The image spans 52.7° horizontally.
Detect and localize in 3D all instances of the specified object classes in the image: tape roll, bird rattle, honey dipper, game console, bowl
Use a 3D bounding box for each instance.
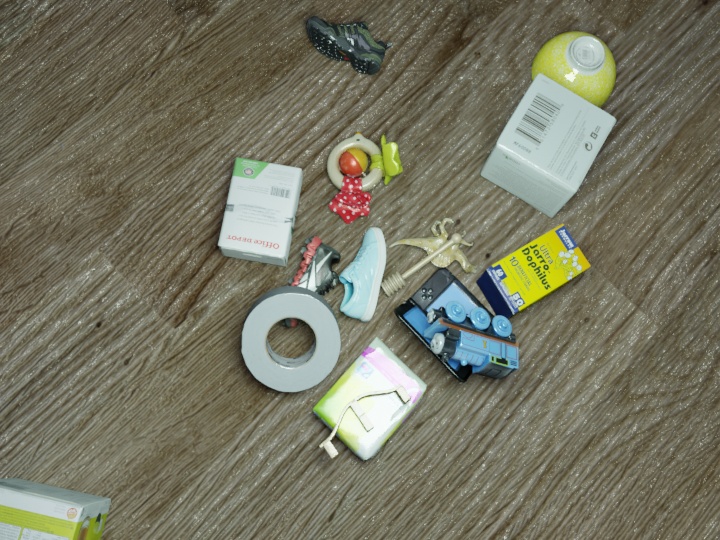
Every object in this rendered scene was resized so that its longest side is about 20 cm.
[{"bbox_3d":[-0.138,0.136,1.451,0.196,0.066,0.204,-1,101,-7],"label":"tape roll"},{"bbox_3d":[-0.003,-0.212,1.594,0.200,0.113,0.163,-44,70,1],"label":"bird rattle"},{"bbox_3d":[0.131,-0.015,1.534,0.199,0.038,0.038,-35,79,5],"label":"honey dipper"},{"bbox_3d":[0.188,0.106,1.492,0.176,0.117,0.200,-43,82,-12],"label":"game console"},{"bbox_3d":[0.503,-0.473,1.666,0.196,0.108,0.204,1,75,-3],"label":"bowl"}]

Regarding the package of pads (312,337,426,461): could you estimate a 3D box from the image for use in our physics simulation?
[{"bbox_3d":[0.023,0.262,1.467,0.154,0.068,0.200,42,78,9],"label":"package of pads"}]

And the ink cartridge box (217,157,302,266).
[{"bbox_3d":[-0.210,-0.122,1.544,0.143,0.084,0.204,10,75,0],"label":"ink cartridge box"}]

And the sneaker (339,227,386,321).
[{"bbox_3d":[0.000,0.000,1.520,0.081,0.074,0.204,15,73,-26],"label":"sneaker"}]

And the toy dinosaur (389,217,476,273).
[{"bbox_3d":[0.169,-0.060,1.565,0.197,0.058,0.103,20,76,2],"label":"toy dinosaur"}]

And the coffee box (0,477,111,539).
[{"bbox_3d":[-0.591,0.496,1.301,0.196,0.200,0.201,12,76,-1],"label":"coffee box"}]

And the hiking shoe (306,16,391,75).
[{"bbox_3d":[-0.029,-0.535,1.676,0.198,0.076,0.102,30,67,-5],"label":"hiking shoe"}]

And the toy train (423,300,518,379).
[{"bbox_3d":[0.218,0.137,1.419,0.197,0.087,0.116,18,56,-17],"label":"toy train"}]

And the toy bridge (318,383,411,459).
[{"bbox_3d":[0.001,0.282,1.411,0.199,0.027,0.068,-35,76,-10],"label":"toy bridge"}]

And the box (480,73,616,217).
[{"bbox_3d":[0.400,-0.265,1.572,0.198,0.172,0.201,32,76,4],"label":"box"}]

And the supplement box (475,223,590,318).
[{"bbox_3d":[0.361,0.008,1.531,0.198,0.110,0.110,-30,79,-11],"label":"supplement box"}]

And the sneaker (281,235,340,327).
[{"bbox_3d":[-0.099,0.031,1.517,0.096,0.071,0.203,20,74,4],"label":"sneaker"}]
